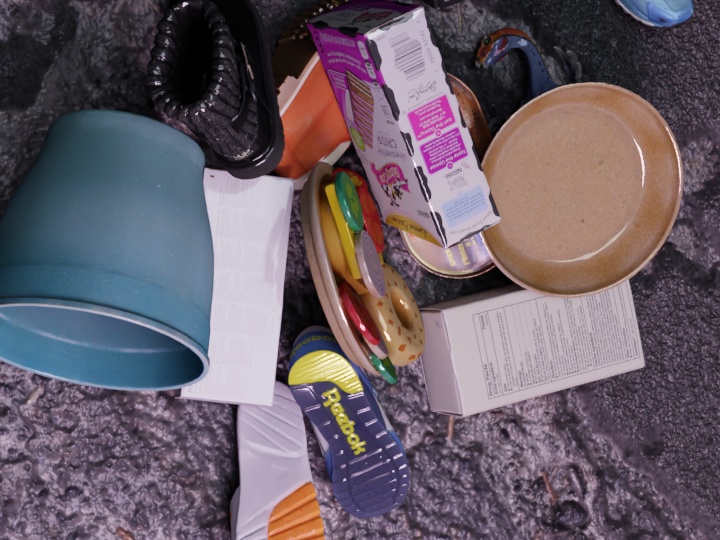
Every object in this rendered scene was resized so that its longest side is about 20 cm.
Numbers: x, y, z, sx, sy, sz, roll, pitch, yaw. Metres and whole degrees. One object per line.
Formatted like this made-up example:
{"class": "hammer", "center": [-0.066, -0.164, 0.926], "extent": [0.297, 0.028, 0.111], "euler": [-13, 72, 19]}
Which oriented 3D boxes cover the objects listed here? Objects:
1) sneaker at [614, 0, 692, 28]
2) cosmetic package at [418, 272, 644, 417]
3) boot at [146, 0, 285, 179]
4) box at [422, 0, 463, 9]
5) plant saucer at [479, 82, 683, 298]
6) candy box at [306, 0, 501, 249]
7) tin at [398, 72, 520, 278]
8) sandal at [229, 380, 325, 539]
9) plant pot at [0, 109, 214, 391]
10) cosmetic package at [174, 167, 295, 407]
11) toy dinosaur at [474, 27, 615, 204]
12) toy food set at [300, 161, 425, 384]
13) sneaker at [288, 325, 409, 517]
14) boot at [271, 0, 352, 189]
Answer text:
{"class": "sneaker", "center": [0.272, -0.327, 1.787], "extent": [0.078, 0.090, 0.200], "euler": [-27, 100, -21]}
{"class": "cosmetic package", "center": [0.157, 0.063, 1.740], "extent": [0.200, 0.071, 0.105], "euler": [-11, 94, -23]}
{"class": "boot", "center": [-0.130, -0.189, 1.542], "extent": [0.079, 0.158, 0.211], "euler": [-26, 64, 10]}
{"class": "box", "center": [0.135, -0.346, 1.715], "extent": [0.200, 0.044, 0.160], "euler": [-22, 129, -23]}
{"class": "plant saucer", "center": [0.193, -0.075, 1.686], "extent": [0.200, 0.035, 0.200], "euler": [-5, 108, -14]}
{"class": "candy box", "center": [0.035, -0.128, 1.589], "extent": [0.061, 0.136, 0.200], "euler": [-28, 110, -15]}
{"class": "tin", "center": [0.071, -0.090, 1.703], "extent": [0.112, 0.042, 0.200], "euler": [-23, 103, -3]}
{"class": "sandal", "center": [-0.077, 0.201, 1.648], "extent": [0.079, 0.059, 0.207], "euler": [3, 67, -13]}
{"class": "plant pot", "center": [-0.209, -0.022, 1.530], "extent": [0.200, 0.200, 0.188], "euler": [17, 67, -22]}
{"class": "cosmetic package", "center": [-0.111, 0.016, 1.628], "extent": [0.082, 0.051, 0.200], "euler": [8, 83, -14]}
{"class": "toy dinosaur", "center": [0.168, -0.135, 1.765], "extent": [0.105, 0.200, 0.182], "euler": [-17, 67, 6]}
{"class": "toy food set", "center": [0.000, 0.000, 1.619], "extent": [0.049, 0.198, 0.200], "euler": [-16, 94, 13]}
{"class": "sneaker", "center": [-0.010, 0.133, 1.664], "extent": [0.074, 0.082, 0.200], "euler": [-20, 121, 0]}
{"class": "boot", "center": [-0.030, -0.167, 1.673], "extent": [0.200, 0.075, 0.107], "euler": [-52, 123, -18]}
